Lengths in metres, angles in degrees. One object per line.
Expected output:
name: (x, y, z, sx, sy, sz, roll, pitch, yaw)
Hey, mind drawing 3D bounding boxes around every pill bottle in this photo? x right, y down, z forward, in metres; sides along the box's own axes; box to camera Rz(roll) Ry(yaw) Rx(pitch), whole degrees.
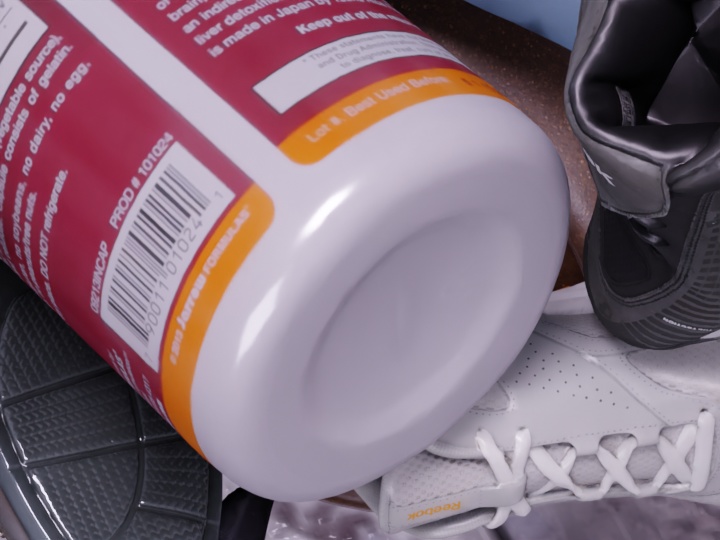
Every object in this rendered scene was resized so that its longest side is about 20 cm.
pill bottle: (-0.051, -0.043, 0.750, 0.200, 0.113, 0.113, 42, 138, 31)

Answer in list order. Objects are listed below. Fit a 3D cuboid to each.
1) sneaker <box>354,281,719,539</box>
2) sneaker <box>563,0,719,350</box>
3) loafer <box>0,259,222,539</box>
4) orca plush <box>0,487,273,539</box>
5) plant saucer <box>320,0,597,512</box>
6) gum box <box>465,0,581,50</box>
sneaker: (0.046, 0.043, 0.793, 0.200, 0.092, 0.076, 11, 130, 12)
sneaker: (0.077, -0.037, 0.683, 0.067, 0.090, 0.200, 65, 152, 20)
loafer: (-0.095, 0.013, 0.837, 0.063, 0.072, 0.200, -48, 58, 51)
orca plush: (-0.095, 0.046, 0.904, 0.200, 0.071, 0.105, 11, 128, 42)
plant saucer: (0.000, 0.000, 0.859, 0.200, 0.035, 0.200, 11, 129, 14)
gum box: (0.027, -0.136, 0.659, 0.170, 0.045, 0.200, 23, 153, -14)
